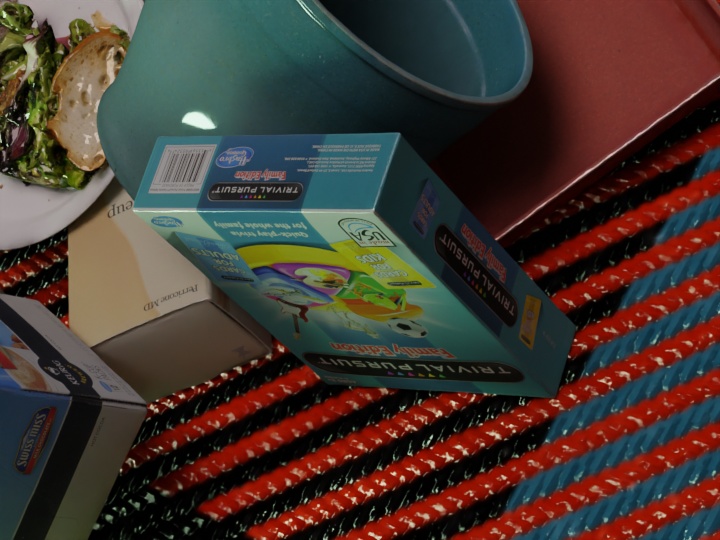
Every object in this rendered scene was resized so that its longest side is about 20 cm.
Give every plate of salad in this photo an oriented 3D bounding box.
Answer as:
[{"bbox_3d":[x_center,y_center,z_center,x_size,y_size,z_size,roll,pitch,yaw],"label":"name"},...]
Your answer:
[{"bbox_3d":[-0.210,-0.112,1.450,0.200,0.048,0.201,-9,73,33],"label":"plate of salad"}]

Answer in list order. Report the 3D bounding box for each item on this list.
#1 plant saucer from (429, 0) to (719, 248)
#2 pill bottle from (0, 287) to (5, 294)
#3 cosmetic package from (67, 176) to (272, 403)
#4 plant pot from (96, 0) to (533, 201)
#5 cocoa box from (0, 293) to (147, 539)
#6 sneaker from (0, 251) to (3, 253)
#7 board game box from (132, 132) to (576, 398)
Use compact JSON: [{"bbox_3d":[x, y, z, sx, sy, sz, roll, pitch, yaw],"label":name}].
[{"bbox_3d":[0.104,-0.115,1.364,0.200,0.037,0.200,-37,47,9],"label":"plant saucer"},{"bbox_3d":[-0.311,0.070,1.469,0.200,0.114,0.114,-38,47,7],"label":"pill bottle"},{"bbox_3d":[-0.117,-0.030,1.432,0.105,0.071,0.200,-24,50,21],"label":"cosmetic package"},{"bbox_3d":[-0.040,-0.110,1.317,0.188,0.200,0.200,-45,42,30],"label":"plant pot"},{"bbox_3d":[-0.236,0.122,1.328,0.133,0.131,0.200,39,109,43],"label":"cocoa box"},{"bbox_3d":[-0.232,-0.103,1.565,0.088,0.077,0.200,-17,55,11],"label":"sneaker"},{"bbox_3d":[0.000,0.000,1.244,0.151,0.200,0.047,2,62,35],"label":"board game box"}]
